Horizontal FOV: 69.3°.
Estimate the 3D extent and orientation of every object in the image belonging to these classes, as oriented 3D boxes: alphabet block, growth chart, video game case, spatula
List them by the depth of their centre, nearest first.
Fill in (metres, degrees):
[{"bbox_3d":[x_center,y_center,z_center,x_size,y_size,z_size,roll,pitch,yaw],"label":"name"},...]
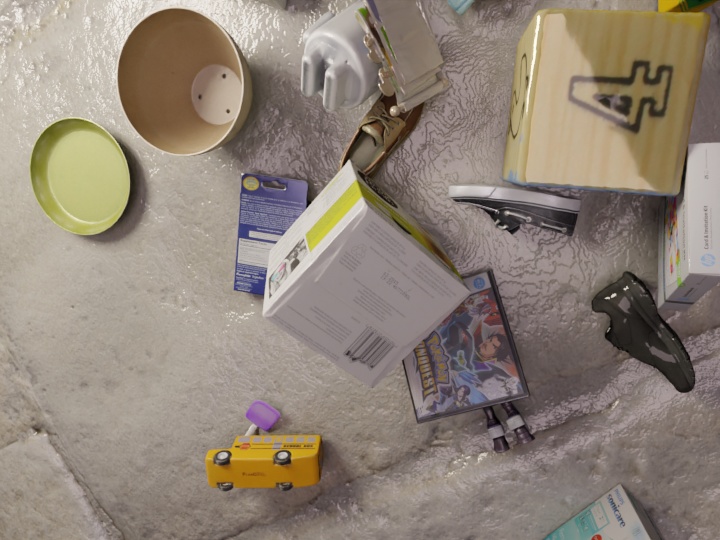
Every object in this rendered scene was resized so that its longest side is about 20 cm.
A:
[{"bbox_3d":[0.303,-0.211,0.689,0.193,0.195,0.204,5,101,7],"label":"alphabet block"},{"bbox_3d":[0.052,-0.319,0.698,0.018,0.144,0.203,-5,108,53],"label":"growth chart"},{"bbox_3d":[0.151,0.120,0.827,0.178,0.025,0.203,-17,74,13],"label":"video game case"},{"bbox_3d":[-0.218,0.320,0.974,0.056,0.021,0.201,35,105,-2],"label":"spatula"}]

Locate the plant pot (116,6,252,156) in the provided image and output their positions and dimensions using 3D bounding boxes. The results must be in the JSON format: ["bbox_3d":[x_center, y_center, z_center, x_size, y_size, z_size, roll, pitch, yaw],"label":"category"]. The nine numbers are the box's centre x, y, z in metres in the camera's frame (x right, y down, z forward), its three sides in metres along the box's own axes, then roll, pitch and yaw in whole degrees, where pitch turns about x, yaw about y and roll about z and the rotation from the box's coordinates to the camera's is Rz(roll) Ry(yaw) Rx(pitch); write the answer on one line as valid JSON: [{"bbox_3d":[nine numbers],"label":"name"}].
[{"bbox_3d":[-0.247,-0.279,0.803,0.196,0.134,0.204,2,101,11],"label":"plant pot"}]

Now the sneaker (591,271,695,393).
[{"bbox_3d":[0.431,0.103,0.796,0.090,0.076,0.202,-34,87,24],"label":"sneaker"}]

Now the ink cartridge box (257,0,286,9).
[{"bbox_3d":[-0.198,-0.493,0.787,0.197,0.067,0.118,21,103,5],"label":"ink cartridge box"}]

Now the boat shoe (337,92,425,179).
[{"bbox_3d":[0.032,-0.211,0.797,0.075,0.074,0.201,34,105,2],"label":"boat shoe"}]

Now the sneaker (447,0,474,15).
[{"bbox_3d":[0.206,-0.437,0.733,0.198,0.074,0.082,-27,118,14],"label":"sneaker"}]

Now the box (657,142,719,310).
[{"bbox_3d":[0.421,-0.045,0.670,0.040,0.200,0.159,3,77,20],"label":"box"}]

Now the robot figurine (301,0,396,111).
[{"bbox_3d":[-0.002,-0.310,0.739,0.169,0.113,0.200,38,61,10],"label":"robot figurine"}]

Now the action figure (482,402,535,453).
[{"bbox_3d":[0.206,0.189,0.849,0.129,0.069,0.203,-26,81,21],"label":"action figure"}]

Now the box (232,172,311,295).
[{"bbox_3d":[-0.149,-0.057,0.882,0.119,0.032,0.204,9,104,8],"label":"box"}]

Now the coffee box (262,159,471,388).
[{"bbox_3d":[0.000,0.000,0.755,0.199,0.199,0.200,37,107,-23],"label":"coffee box"}]

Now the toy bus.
[{"bbox_3d":[-0.168,0.338,0.925,0.196,0.078,0.066,-1,110,3],"label":"toy bus"}]

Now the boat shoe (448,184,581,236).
[{"bbox_3d":[0.229,-0.090,0.792,0.196,0.072,0.069,9,101,1],"label":"boat shoe"}]

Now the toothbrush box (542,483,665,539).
[{"bbox_3d":[0.386,0.467,0.830,0.085,0.146,0.200,45,106,-1],"label":"toothbrush box"}]

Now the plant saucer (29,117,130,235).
[{"bbox_3d":[-0.491,-0.166,0.924,0.196,0.031,0.204,2,102,9],"label":"plant saucer"}]

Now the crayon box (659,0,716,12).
[{"bbox_3d":[0.421,-0.438,0.623,0.057,0.173,0.204,-3,100,7],"label":"crayon box"}]
